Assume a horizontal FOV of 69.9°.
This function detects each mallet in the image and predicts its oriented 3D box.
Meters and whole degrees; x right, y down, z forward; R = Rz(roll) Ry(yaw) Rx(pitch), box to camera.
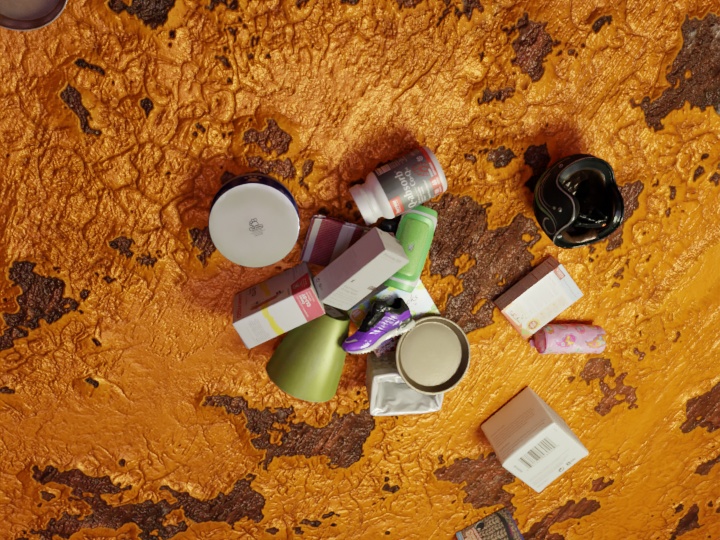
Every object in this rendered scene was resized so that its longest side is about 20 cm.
[{"bbox_3d":[-0.009,-0.091,1.237,0.200,0.041,0.066,2,116,-8],"label":"mallet"}]

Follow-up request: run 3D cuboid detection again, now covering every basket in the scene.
[{"bbox_3d":[0.113,0.297,1.392,0.200,0.123,0.136,-2,115,-11],"label":"basket"}]

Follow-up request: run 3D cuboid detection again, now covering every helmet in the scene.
[{"bbox_3d":[0.503,-0.169,1.214,0.200,0.191,0.200,-5,154,-3],"label":"helmet"}]

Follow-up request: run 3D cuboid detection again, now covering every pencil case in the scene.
[{"bbox_3d":[0.590,0.195,1.464,0.200,0.087,0.088,0,115,-10],"label":"pencil case"}]

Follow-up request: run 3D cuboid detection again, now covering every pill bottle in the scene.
[{"bbox_3d":[0.083,-0.187,1.163,0.200,0.116,0.116,-27,117,2],"label":"pill bottle"}]

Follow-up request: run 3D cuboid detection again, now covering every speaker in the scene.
[{"bbox_3d":[0.117,-0.052,1.219,0.088,0.088,0.200,18,88,-19],"label":"speaker"}]

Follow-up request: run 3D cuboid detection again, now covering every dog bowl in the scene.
[{"bbox_3d":[-0.237,-0.111,1.156,0.200,0.079,0.200,-5,115,-10],"label":"dog bowl"}]

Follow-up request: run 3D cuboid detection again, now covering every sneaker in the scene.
[{"bbox_3d":[0.034,0.123,1.238,0.200,0.070,0.100,-24,108,-25],"label":"sneaker"}]

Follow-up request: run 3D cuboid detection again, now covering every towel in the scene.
[{"bbox_3d":[-0.033,-0.054,1.228,0.200,0.023,0.144,14,130,-10],"label":"towel"}]

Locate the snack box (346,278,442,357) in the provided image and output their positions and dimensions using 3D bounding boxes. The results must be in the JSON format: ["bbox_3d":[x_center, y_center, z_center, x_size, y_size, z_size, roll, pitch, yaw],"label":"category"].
[{"bbox_3d":[0.084,0.102,1.325,0.200,0.068,0.169,-31,116,2],"label":"snack box"}]

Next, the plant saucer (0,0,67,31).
[{"bbox_3d":[-0.616,-0.532,0.909,0.200,0.034,0.201,-4,115,-9],"label":"plant saucer"}]

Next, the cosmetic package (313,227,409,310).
[{"bbox_3d":[0.000,0.000,1.173,0.200,0.074,0.102,-38,145,23],"label":"cosmetic package"}]

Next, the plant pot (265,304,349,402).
[{"bbox_3d":[-0.109,0.184,1.265,0.187,0.187,0.200,19,106,-19],"label":"plant pot"}]

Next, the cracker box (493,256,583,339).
[{"bbox_3d":[0.481,0.076,1.398,0.200,0.058,0.134,-40,116,9],"label":"cracker box"}]

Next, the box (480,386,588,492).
[{"bbox_3d":[0.515,0.504,1.541,0.199,0.171,0.200,-44,116,11],"label":"box"}]

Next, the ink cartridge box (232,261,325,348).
[{"bbox_3d":[-0.195,0.079,1.215,0.200,0.145,0.083,-26,117,1],"label":"ink cartridge box"}]

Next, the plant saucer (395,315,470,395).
[{"bbox_3d":[0.182,0.214,1.308,0.200,0.029,0.200,0,89,-12],"label":"plant saucer"}]

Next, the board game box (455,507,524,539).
[{"bbox_3d":[0.449,0.930,1.735,0.200,0.159,0.097,-30,116,3],"label":"board game box"}]
